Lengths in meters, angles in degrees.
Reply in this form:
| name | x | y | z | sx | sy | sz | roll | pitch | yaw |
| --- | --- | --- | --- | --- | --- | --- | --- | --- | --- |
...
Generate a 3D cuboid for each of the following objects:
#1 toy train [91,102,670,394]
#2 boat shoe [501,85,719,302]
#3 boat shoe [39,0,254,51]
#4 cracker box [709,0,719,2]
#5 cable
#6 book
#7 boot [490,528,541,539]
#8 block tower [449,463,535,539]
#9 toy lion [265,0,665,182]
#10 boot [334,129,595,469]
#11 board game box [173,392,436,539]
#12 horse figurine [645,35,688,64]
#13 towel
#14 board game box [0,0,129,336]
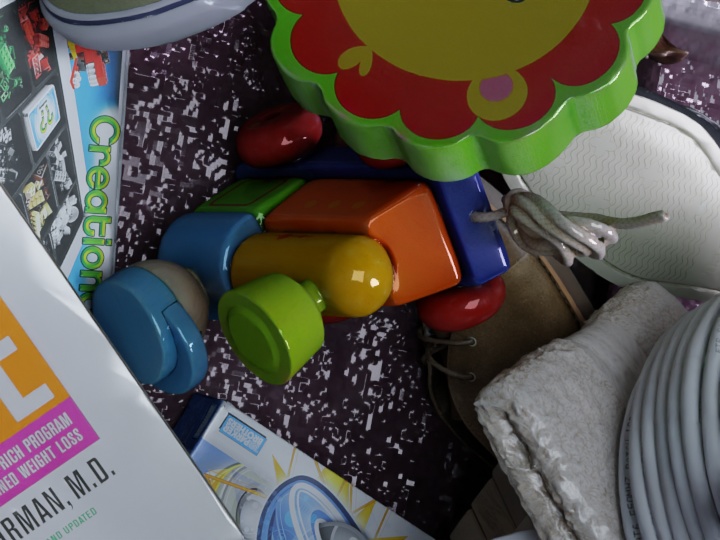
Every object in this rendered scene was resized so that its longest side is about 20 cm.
| name | x | y | z | sx | sy | sz | roll | pitch | yaw |
| --- | --- | --- | --- | --- | --- | --- | --- | --- | --- |
| toy train | 0.000 | 0.000 | 1.024 | 0.116 | 0.200 | 0.085 | -35 | 113 | -34 |
| boat shoe | 0.122 | -0.030 | 1.140 | 0.200 | 0.068 | 0.072 | 22 | 105 | -35 |
| boat shoe | -0.036 | -0.145 | 1.002 | 0.200 | 0.072 | 0.062 | -28 | 145 | 17 |
| cracker box | 0.243 | -0.168 | 1.205 | 0.200 | 0.058 | 0.134 | 6 | 90 | -22 |
| cable | 0.180 | 0.096 | 1.048 | 0.200 | 0.069 | 0.200 | 38 | 39 | -26 |
| book | -0.152 | 0.050 | 1.022 | 0.134 | 0.048 | 0.200 | -35 | 103 | -5 |
| boot | 0.111 | 0.166 | 1.076 | 0.074 | 0.096 | 0.200 | -44 | 136 | 20 |
| block tower | 0.130 | 0.115 | 1.147 | 0.200 | 0.058 | 0.054 | 8 | 130 | -33 |
| toy lion | 0.041 | -0.135 | 1.034 | 0.192 | 0.069 | 0.200 | -36 | 63 | -5 |
| boot | 0.047 | 0.018 | 1.131 | 0.075 | 0.074 | 0.200 | -43 | 110 | -4 |
| board game box | -0.016 | 0.157 | 1.126 | 0.200 | 0.034 | 0.135 | 34 | 80 | -21 |
| horse figurine | 0.043 | -0.149 | 1.122 | 0.200 | 0.050 | 0.133 | 28 | 67 | -13 |
| towel | 0.124 | 0.108 | 1.059 | 0.133 | 0.034 | 0.200 | -29 | 89 | -55 |
| board game box | -0.154 | -0.015 | 1.061 | 0.126 | 0.035 | 0.200 | 4 | 91 | -22 |
